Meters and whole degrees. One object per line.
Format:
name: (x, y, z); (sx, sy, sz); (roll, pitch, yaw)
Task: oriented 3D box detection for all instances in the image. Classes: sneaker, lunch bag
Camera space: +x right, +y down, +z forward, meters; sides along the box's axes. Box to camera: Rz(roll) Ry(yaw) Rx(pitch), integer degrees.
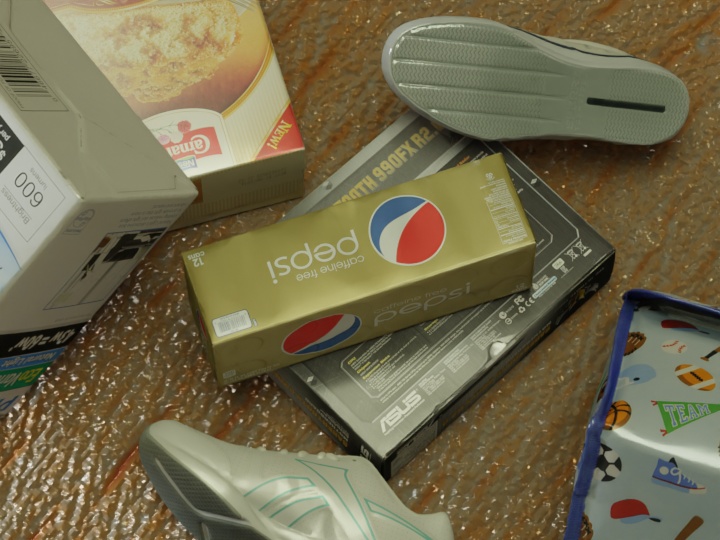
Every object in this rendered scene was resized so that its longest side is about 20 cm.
sneaker: (0.101, -0.113, 1.710); (0.200, 0.071, 0.073); (12, 97, -20)
lunch bag: (0.216, 0.089, 1.606); (0.170, 0.124, 0.200); (16, 32, 7)
sneaker: (-0.037, 0.139, 1.629); (0.200, 0.070, 0.080); (30, 61, 5)

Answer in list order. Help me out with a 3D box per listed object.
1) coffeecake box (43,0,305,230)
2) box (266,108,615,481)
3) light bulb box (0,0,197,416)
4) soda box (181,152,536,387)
coffeecake box: (-0.134, -0.128, 1.732); (0.153, 0.073, 0.200); (-15, 68, -8)
box: (0.030, 0.007, 1.690); (0.200, 0.048, 0.158); (-42, 72, -16)
light bulb box: (-0.239, -0.045, 1.610); (0.200, 0.125, 0.198); (-48, 71, 23)
soda box: (0.000, 0.000, 1.629); (0.200, 0.068, 0.064); (-17, 67, -7)
